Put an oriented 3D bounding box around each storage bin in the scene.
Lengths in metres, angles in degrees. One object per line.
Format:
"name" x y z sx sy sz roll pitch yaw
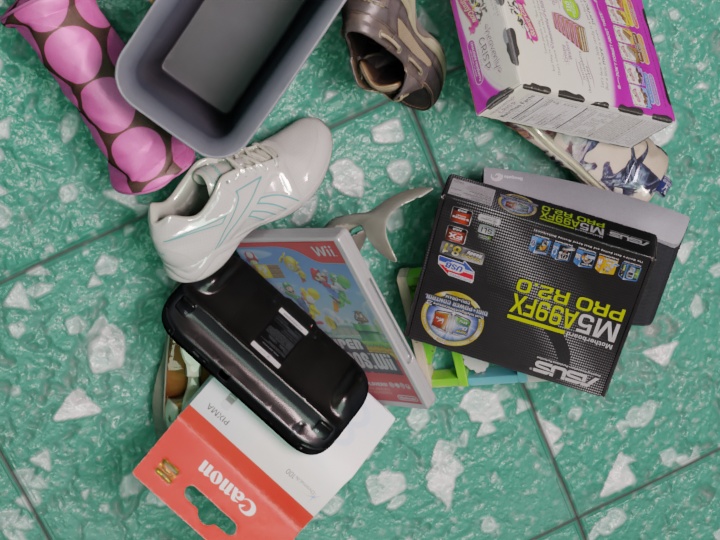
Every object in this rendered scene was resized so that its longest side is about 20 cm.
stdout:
"storage bin" -0.112 -0.213 1.162 0.145 0.134 0.201 34 97 -9

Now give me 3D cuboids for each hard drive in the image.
"hard drive" 0.199 -0.017 1.305 0.198 0.042 0.136 14 127 3

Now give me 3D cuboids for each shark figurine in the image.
"shark figurine" -0.007 -0.019 1.285 0.128 0.089 0.215 34 142 16

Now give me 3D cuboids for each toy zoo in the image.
"toy zoo" 0.144 0.050 1.321 0.198 0.021 0.132 -6 119 18

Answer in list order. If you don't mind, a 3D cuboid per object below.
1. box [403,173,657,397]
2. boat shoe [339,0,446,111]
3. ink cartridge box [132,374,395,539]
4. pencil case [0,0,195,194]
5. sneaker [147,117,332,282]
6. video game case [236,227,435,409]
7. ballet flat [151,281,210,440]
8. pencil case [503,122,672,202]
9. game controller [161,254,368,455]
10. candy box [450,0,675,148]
"box" 0.153 0.015 1.258 0.198 0.044 0.161 17 123 5
"boat shoe" 0.021 -0.187 1.202 0.074 0.200 0.074 15 73 25
"ink cartridge box" -0.086 0.159 1.264 0.160 0.047 0.200 42 61 -5
"pencil case" -0.230 -0.160 1.203 0.091 0.093 0.201 -49 117 -42
"sneaker" -0.105 -0.076 1.233 0.200 0.070 0.081 -42 141 -15
"video game case" -0.025 0.045 1.275 0.017 0.142 0.201 -49 124 -35
"ballet flat" -0.164 0.105 1.308 0.067 0.064 0.202 3 107 -9
"pencil case" 0.201 -0.128 1.294 0.199 0.090 0.078 35 135 -20
"game controller" -0.084 0.073 1.253 0.200 0.042 0.104 43 52 -3
"candy box" 0.177 -0.192 1.211 0.199 0.061 0.138 7 63 -38
